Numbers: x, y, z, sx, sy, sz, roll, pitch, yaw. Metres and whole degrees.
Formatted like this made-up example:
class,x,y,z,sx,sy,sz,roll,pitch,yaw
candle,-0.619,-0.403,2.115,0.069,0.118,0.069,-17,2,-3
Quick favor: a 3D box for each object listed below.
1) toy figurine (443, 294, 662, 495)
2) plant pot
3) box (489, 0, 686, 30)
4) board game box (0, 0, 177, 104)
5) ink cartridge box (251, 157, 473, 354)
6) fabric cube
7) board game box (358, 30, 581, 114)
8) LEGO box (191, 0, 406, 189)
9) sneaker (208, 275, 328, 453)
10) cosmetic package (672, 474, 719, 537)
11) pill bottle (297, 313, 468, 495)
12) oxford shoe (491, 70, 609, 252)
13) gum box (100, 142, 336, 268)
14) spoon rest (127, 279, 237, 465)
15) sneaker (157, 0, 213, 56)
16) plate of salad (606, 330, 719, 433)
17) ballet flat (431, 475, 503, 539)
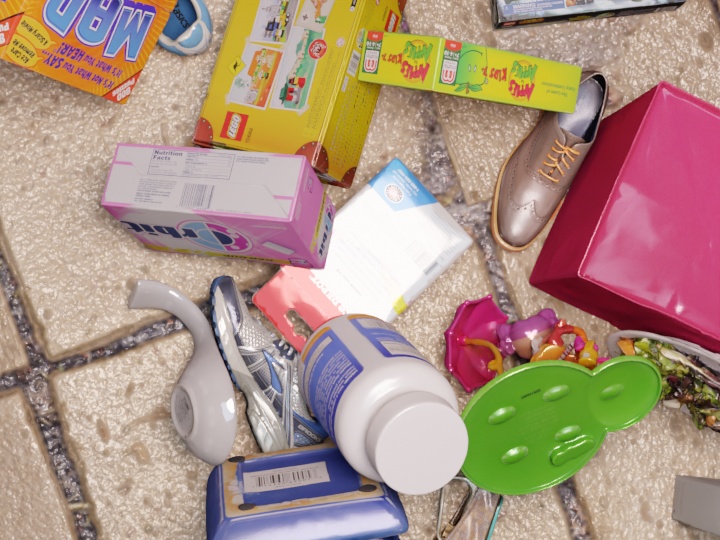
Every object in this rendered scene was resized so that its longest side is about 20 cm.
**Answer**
class,x,y,z,sx,sy,sz,roll,pitch,yaw
toy figurine,0.158,0.086,1.135,0.199,0.184,0.151,-23,125,0
plant pot,-0.049,0.267,1.082,0.199,0.200,0.181,-7,104,-6
box,0.227,-0.328,1.227,0.199,0.040,0.138,-8,87,-4
board game box,-0.290,-0.297,1.065,0.199,0.200,0.201,31,96,18
ink cartridge box,0.000,0.000,1.182,0.200,0.067,0.116,-43,91,-5
fabric cube,0.305,-0.037,1.141,0.199,0.199,0.197,26,85,-3
board game box,0.106,-0.186,1.128,0.199,0.101,0.048,1,101,-42
LEGO box,-0.058,-0.195,1.149,0.148,0.077,0.201,15,86,30
sneaker,-0.088,0.092,1.175,0.085,0.077,0.201,-23,99,-9
cosmetic package,0.425,0.239,1.162,0.199,0.151,0.052,7,87,-4
pill bottle,0.020,0.119,1.056,0.111,0.200,0.113,-5,108,-17
oxford shoe,0.190,-0.114,1.198,0.071,0.073,0.201,25,86,-4
gum box,-0.135,-0.060,1.118,0.199,0.114,0.067,6,70,16
spoon rest,-0.160,0.093,1.139,0.060,0.100,0.201,-7,53,-35
sneaker,-0.217,-0.297,1.177,0.072,0.072,0.200,-42,90,-3
plate of salad,0.321,0.120,1.134,0.199,0.200,0.048,33,75,-2
ballet flat,0.120,0.205,1.185,0.067,0.068,0.201,24,84,4
